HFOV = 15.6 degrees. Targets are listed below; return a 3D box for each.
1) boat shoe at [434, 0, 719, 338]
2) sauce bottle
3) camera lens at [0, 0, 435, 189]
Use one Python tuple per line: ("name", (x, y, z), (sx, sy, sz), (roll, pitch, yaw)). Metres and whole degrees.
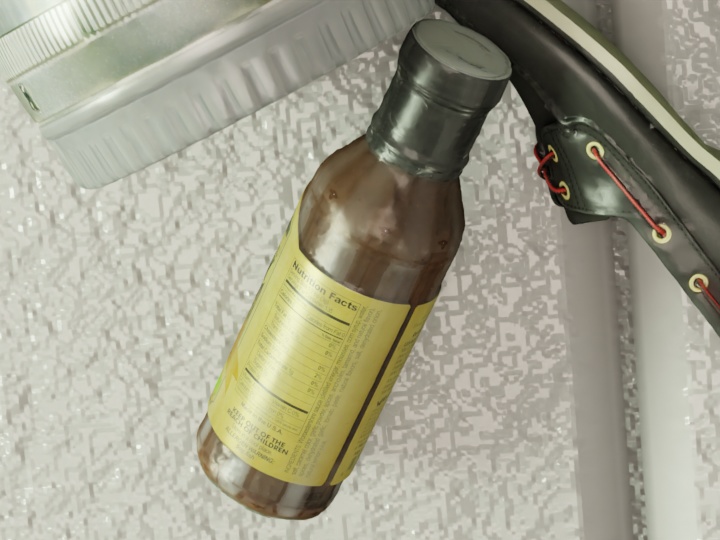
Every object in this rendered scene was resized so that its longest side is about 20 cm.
("boat shoe", (0.096, -0.043, 0.982), (0.201, 0.074, 0.063), (43, 100, -4))
("sauce bottle", (0.000, 0.000, 0.987), (0.064, 0.065, 0.201), (27, 117, 2))
("camera lens", (-0.080, -0.150, 0.940), (0.159, 0.160, 0.201), (-26, 97, 11))
